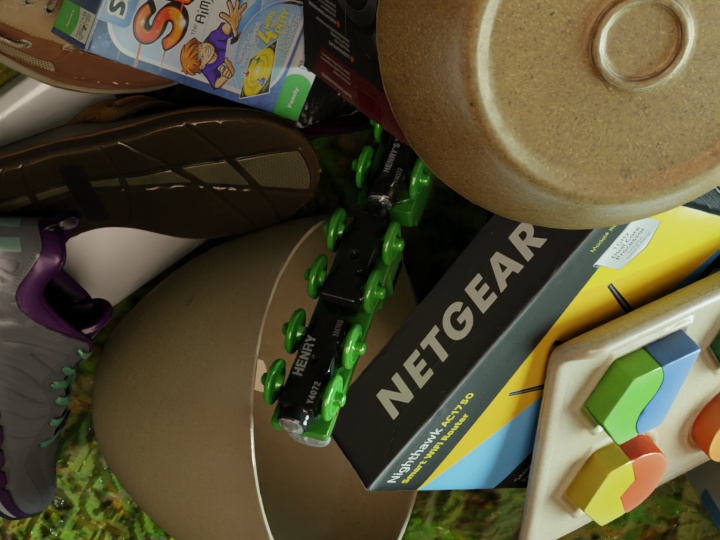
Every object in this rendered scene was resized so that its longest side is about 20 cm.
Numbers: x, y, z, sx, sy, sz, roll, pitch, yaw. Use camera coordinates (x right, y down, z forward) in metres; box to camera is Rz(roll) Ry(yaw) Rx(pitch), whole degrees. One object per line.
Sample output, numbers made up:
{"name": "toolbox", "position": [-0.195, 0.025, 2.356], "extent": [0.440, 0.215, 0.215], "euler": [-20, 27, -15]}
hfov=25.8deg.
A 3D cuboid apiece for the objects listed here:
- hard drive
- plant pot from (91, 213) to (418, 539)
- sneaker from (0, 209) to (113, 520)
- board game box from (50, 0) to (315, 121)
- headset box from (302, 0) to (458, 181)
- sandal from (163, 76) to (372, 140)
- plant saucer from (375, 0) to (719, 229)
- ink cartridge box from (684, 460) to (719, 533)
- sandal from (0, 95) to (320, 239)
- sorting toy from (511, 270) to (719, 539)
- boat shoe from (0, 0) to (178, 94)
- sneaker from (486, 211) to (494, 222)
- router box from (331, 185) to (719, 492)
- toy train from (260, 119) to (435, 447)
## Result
{"name": "hard drive", "position": [-0.193, -0.017, 0.851], "extent": [0.200, 0.027, 0.132], "euler": [-34, 117, 7]}
{"name": "plant pot", "position": [-0.064, 0.072, 0.847], "extent": [0.134, 0.200, 0.201], "euler": [-1, 122, 27]}
{"name": "sneaker", "position": [-0.168, 0.056, 0.823], "extent": [0.087, 0.075, 0.200], "euler": [-4, 130, 2]}
{"name": "board game box", "position": [-0.050, -0.183, 0.744], "extent": [0.135, 0.034, 0.200], "euler": [13, 103, -44]}
{"name": "headset box", "position": [0.036, -0.146, 0.701], "extent": [0.077, 0.149, 0.201], "euler": [-16, 122, -23]}
{"name": "sandal", "position": [-0.007, -0.099, 0.836], "extent": [0.200, 0.048, 0.075], "euler": [-23, 118, 1]}
{"name": "plant saucer", "position": [0.107, -0.097, 0.629], "extent": [0.200, 0.035, 0.201], "euler": [-5, 121, -9]}
{"name": "ink cartridge box", "position": [0.294, 0.179, 0.979], "extent": [0.084, 0.145, 0.200], "euler": [-38, 117, 9]}
{"name": "sandal", "position": [-0.121, -0.054, 0.804], "extent": [0.199, 0.055, 0.082], "euler": [-9, 138, 11]}
{"name": "sorting toy", "position": [0.172, 0.070, 0.842], "extent": [0.185, 0.037, 0.200], "euler": [-23, 146, -22]}
{"name": "boat shoe", "position": [-0.162, -0.137, 0.760], "extent": [0.199, 0.072, 0.076], "euler": [12, 81, -18]}
{"name": "sneaker", "position": [0.129, -0.006, 0.897], "extent": [0.114, 0.076, 0.200], "euler": [1, 119, -14]}
{"name": "router box", "position": [0.093, 0.028, 0.796], "extent": [0.149, 0.051, 0.200], "euler": [8, 127, -51]}
{"name": "toy train", "position": [0.000, 0.000, 0.782], "extent": [0.042, 0.200, 0.056], "euler": [14, 150, 13]}
